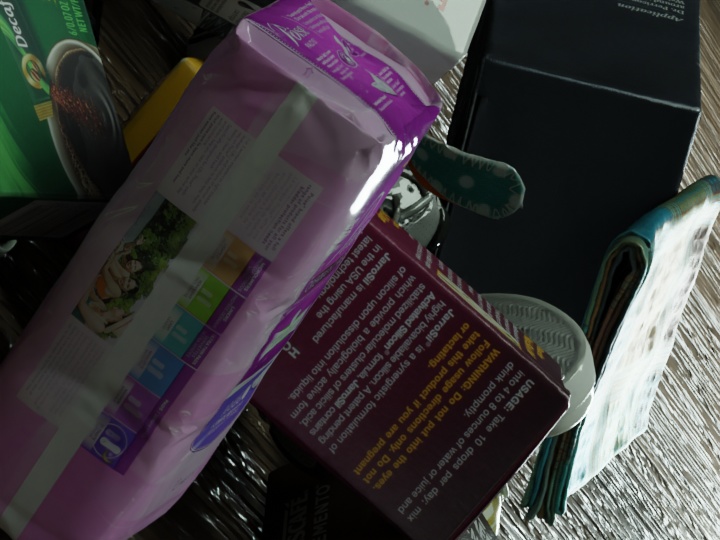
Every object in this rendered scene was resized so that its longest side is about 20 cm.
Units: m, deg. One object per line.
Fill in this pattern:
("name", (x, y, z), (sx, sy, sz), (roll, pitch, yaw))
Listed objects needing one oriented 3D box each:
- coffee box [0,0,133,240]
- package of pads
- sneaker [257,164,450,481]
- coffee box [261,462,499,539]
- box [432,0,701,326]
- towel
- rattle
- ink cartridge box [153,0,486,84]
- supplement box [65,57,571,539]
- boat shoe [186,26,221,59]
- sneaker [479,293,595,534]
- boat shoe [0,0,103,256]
("coffee box", (-0.161, -0.073, 0.991), (0.200, 0.044, 0.124), (2, 68, -58))
("package of pads", (-0.056, 0.002, 1.029), (0.076, 0.200, 0.121), (36, 17, 2))
("sneaker", (0.000, 0.000, 1.295), (0.115, 0.075, 0.201), (-1, 56, -33))
("coffee box", (0.036, 0.179, 1.278), (0.200, 0.080, 0.113), (59, 18, -26))
("box", (0.103, -0.056, 1.556), (0.200, 0.117, 0.197), (-77, -179, -61))
("towel", (0.133, 0.034, 1.418), (0.200, 0.022, 0.147), (-27, 137, -69))
("rattle", (-0.031, -0.078, 1.261), (0.130, 0.143, 0.201), (16, -44, 53))
("ink cartridge box", (-0.035, -0.171, 1.143), (0.199, 0.083, 0.147), (28, 65, -16))
("supplement box", (-0.018, 0.012, 1.152), (0.200, 0.086, 0.110), (41, 4, -2))
("boat shoe", (-0.017, -0.156, 1.350), (0.072, 0.200, 0.068), (-35, 94, -49))
("sneaker", (0.054, 0.075, 1.327), (0.200, 0.074, 0.116), (9, -51, 56))
("boat shoe", (-0.132, -0.091, 1.134), (0.076, 0.060, 0.201), (51, 24, -44))
